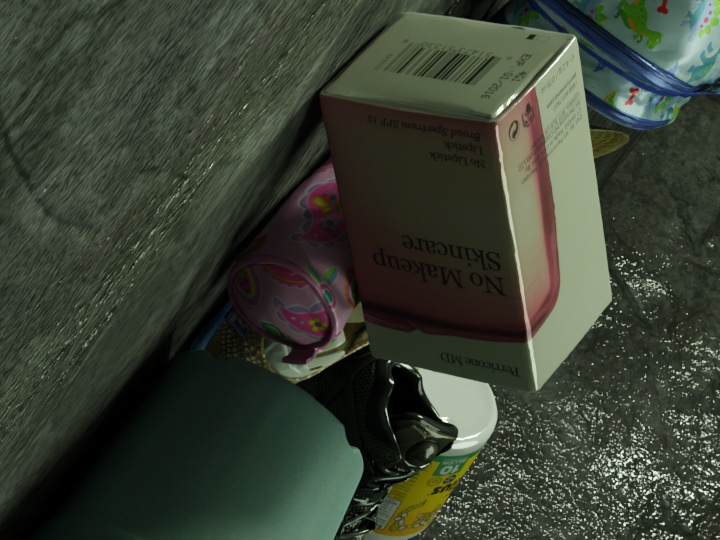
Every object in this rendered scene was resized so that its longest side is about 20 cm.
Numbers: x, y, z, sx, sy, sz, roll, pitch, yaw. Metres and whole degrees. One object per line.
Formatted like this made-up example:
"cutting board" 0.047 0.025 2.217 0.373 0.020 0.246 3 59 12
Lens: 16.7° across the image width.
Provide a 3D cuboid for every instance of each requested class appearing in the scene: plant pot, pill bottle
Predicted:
"plant pot" -0.105 0.170 1.555 0.197 0.200 0.200 -59 176 -26
"pill bottle" 0.031 0.166 2.139 0.113 0.113 0.200 -46 170 -47

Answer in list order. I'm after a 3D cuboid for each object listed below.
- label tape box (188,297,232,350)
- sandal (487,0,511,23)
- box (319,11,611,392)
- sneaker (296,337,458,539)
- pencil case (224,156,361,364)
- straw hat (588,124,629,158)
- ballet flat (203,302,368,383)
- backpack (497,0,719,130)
"label tape box" -0.068 0.063 1.732 0.144 0.063 0.200 -51 173 -27
"sandal" 0.089 -0.131 1.880 0.200 0.054 0.082 -53 173 -3
"box" 0.067 -0.043 1.513 0.109 0.127 0.201 -47 137 -42
"sneaker" 0.001 0.146 1.682 0.076 0.114 0.201 0 102 -51
"pencil case" -0.007 -0.028 1.601 0.200 0.087 0.088 -51 173 -40
"straw hat" 0.095 -0.121 1.793 0.200 0.086 0.201 -10 173 -1
"ballet flat" -0.014 0.027 1.635 0.199 0.071 0.065 -31 -163 -23
"backpack" 0.189 -0.190 1.742 0.147 0.183 0.200 -54 165 14
